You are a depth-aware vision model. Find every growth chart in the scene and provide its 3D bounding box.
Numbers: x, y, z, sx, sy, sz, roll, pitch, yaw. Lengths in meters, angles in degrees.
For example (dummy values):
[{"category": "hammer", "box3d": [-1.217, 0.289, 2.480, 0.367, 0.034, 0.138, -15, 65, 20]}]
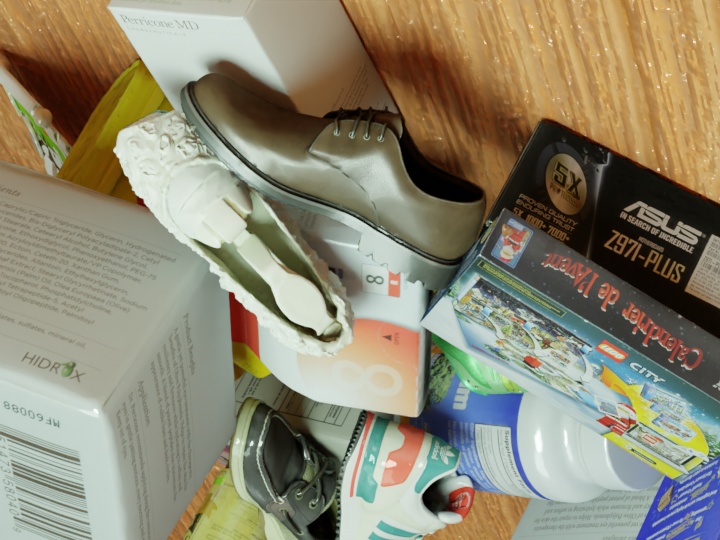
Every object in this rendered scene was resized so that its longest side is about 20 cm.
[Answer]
[{"category": "growth chart", "box3d": [-0.225, -0.076, 1.717, 0.145, 0.018, 0.200, 38, 160, 54]}]

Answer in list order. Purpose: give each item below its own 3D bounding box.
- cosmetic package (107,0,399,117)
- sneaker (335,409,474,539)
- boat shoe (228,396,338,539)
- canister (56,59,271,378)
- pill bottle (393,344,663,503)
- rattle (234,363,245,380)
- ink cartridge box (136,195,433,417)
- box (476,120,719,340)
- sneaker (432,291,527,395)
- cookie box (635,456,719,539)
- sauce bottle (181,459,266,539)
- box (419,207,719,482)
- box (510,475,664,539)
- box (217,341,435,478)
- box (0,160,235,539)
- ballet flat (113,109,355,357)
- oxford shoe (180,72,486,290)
[{"category": "cosmetic package", "box3d": [-0.062, -0.130, 1.434, 0.107, 0.085, 0.200, 8, 150, 32]}, {"category": "sneaker", "box3d": [0.034, 0.181, 1.665, 0.093, 0.070, 0.200, 13, 142, 10]}, {"category": "boat shoe", "box3d": [-0.047, 0.158, 1.693, 0.066, 0.072, 0.201, 9, 150, 18]}, {"category": "canister", "box3d": [-0.115, -0.034, 1.607, 0.200, 0.149, 0.087, 34, 151, -15]}, {"category": "pill bottle", "box3d": [0.129, 0.111, 1.657, 0.200, 0.112, 0.112, 1, 143, 46]}, {"category": "rattle", "box3d": [-0.145, 0.022, 1.764, 0.199, 0.143, 0.130, 2, 168, 33]}, {"category": "ink cartridge box", "box3d": [-0.052, 0.017, 1.494, 0.199, 0.050, 0.163, 6, 137, 6]}, {"category": "box", "box3d": [0.172, 0.015, 1.452, 0.199, 0.086, 0.164, 27, 155, 7]}, {"category": "sneaker", "box3d": [0.115, 0.053, 1.581, 0.200, 0.074, 0.084, 32, 132, 24]}, {"category": "cookie box", "box3d": [0.252, 0.164, 1.512, 0.075, 0.200, 0.171, 32, 156, -5]}, {"category": "sauce bottle", "box3d": [-0.119, 0.238, 1.760, 0.065, 0.200, 0.065, 25, 157, 11]}, {"category": "box", "box3d": [0.146, 0.050, 1.396, 0.200, 0.038, 0.137, 32, 156, -3]}, {"category": "box", "box3d": [0.240, 0.244, 1.716, 0.200, 0.172, 0.199, 40, 154, -22]}, {"category": "box", "box3d": [-0.033, 0.095, 1.787, 0.199, 0.128, 0.109, 11, 150, 37]}, {"category": "box", "box3d": [-0.205, 0.068, 1.487, 0.199, 0.172, 0.199, 19, 140, 18]}, {"category": "ballet flat", "box3d": [-0.068, -0.021, 1.388, 0.200, 0.072, 0.072, 46, 151, -23]}, {"category": "oxford shoe", "box3d": [-0.013, -0.074, 1.361, 0.199, 0.073, 0.085, 28, 117, -9]}]
